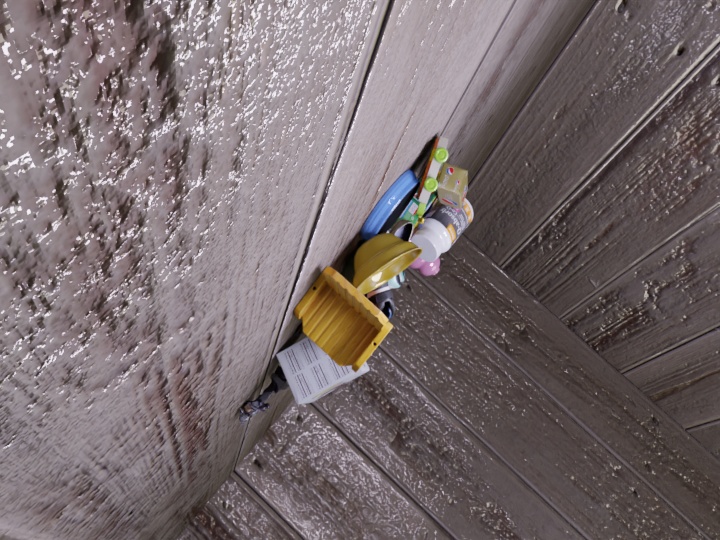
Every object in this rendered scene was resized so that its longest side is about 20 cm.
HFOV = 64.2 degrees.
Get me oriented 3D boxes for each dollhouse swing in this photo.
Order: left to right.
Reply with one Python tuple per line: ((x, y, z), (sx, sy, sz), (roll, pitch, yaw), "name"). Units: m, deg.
((-0.047, 0.112, 1.253), (0.183, 0.199, 0.176), (-50, 175, 6), "dollhouse swing")

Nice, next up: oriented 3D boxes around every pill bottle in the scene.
((0.236, -0.125, 1.667), (0.200, 0.116, 0.117), (-47, 173, -31), "pill bottle")

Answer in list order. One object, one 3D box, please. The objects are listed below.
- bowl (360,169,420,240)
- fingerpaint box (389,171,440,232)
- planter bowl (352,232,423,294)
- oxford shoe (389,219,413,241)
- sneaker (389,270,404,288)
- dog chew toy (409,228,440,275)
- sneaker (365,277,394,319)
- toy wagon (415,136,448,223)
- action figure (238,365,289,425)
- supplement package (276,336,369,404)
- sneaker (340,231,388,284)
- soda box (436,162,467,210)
((0.075, -0.150, 1.386), (0.202, 0.039, 0.201), (-51, 174, -7), "bowl")
((0.158, -0.179, 1.670), (0.167, 0.073, 0.201), (-46, 172, -42), "fingerpaint box")
((0.045, -0.029, 1.351), (0.197, 0.085, 0.201), (-31, 168, -7), "planter bowl")
((0.081, -0.051, 1.559), (0.204, 0.069, 0.074), (-63, -172, -4), "oxford shoe")
((0.056, 0.012, 1.695), (0.135, 0.080, 0.200), (-10, -175, 13), "sneaker")
((0.175, -0.067, 1.822), (0.125, 0.200, 0.125), (-45, 178, -2), "dog chew toy")
((0.040, 0.093, 1.523), (0.071, 0.115, 0.201), (-14, 159, -13), "sneaker")
((0.166, -0.215, 1.375), (0.155, 0.038, 0.206), (-53, 162, -83), "toy wagon")
((-0.282, 0.373, 1.669), (0.200, 0.069, 0.130), (-46, -178, -8), "action figure")
((-0.099, 0.256, 1.595), (0.196, 0.150, 0.191), (-28, 167, 2), "supplement package")
((0.015, -0.039, 1.465), (0.201, 0.066, 0.090), (-55, -179, -43), "sneaker")
((0.244, -0.219, 1.518), (0.200, 0.066, 0.066), (25, 85, -78), "soda box")
